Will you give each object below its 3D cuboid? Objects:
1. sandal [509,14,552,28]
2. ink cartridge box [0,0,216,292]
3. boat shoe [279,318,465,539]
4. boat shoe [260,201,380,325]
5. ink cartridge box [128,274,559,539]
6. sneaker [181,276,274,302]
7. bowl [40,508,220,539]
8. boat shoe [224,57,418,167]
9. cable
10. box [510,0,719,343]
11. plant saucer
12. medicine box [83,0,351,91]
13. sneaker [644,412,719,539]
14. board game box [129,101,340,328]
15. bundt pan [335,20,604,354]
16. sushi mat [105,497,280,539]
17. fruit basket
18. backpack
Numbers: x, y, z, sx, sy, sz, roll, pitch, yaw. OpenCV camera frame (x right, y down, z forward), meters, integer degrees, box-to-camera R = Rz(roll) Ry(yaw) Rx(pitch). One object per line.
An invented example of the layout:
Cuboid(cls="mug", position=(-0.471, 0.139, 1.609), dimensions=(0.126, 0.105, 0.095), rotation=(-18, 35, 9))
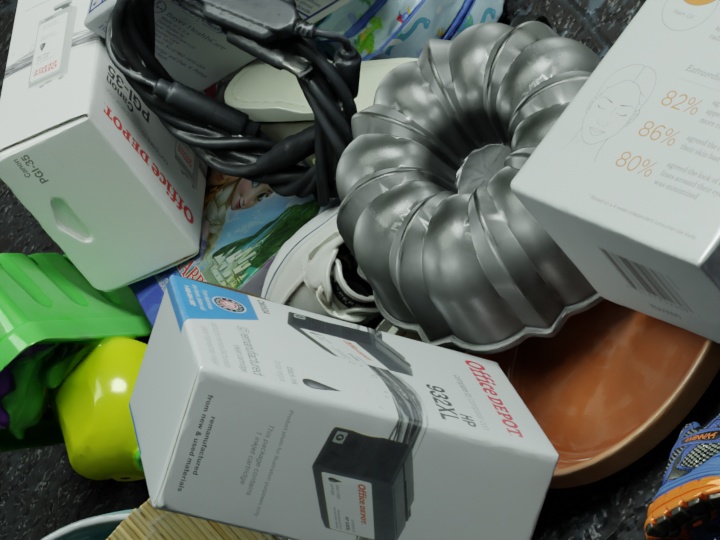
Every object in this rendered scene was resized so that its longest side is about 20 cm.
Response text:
Cuboid(cls="sandal", position=(0.098, -0.072, 1.544), dimensions=(0.048, 0.075, 0.201), rotation=(2, 59, 23))
Cuboid(cls="ink cartridge box", position=(-0.171, -0.108, 1.741), dimensions=(0.082, 0.147, 0.201), rotation=(-21, 40, 20))
Cuboid(cls="boat shoe", position=(-0.002, 0.095, 1.519), dimensions=(0.060, 0.072, 0.202), rotation=(22, 82, 53))
Cuboid(cls="boat shoe", position=(0.000, 0.000, 1.579), dimensions=(0.200, 0.072, 0.066), rotation=(-39, 21, 34))
Cuboid(cls="ink cartridge box", position=(-0.012, 0.085, 1.348), dimensions=(0.145, 0.199, 0.084), rotation=(-120, 47, -69))
Cuboid(cls="sneaker", position=(-0.073, 0.072, 1.564), dimensions=(0.200, 0.070, 0.109), rotation=(19, 95, 61))
Cuboid(cls="bowl", position=(-0.112, 0.217, 1.472), dimensions=(0.201, 0.201, 0.105), rotation=(-43, 5, 19))
Cuboid(cls="boat shoe", position=(0.004, -0.094, 1.623), dimensions=(0.201, 0.060, 0.072), rotation=(10, 50, 38))
Cuboid(cls="cable", position=(-0.077, -0.121, 1.585), dimensions=(0.199, 0.164, 0.051), rotation=(22, 53, 30))
Cuboid(cls="box", position=(0.206, -0.072, 1.324), dimensions=(0.200, 0.106, 0.152), rotation=(-52, 39, -10))
Cuboid(cls="plant saucer", position=(0.139, 0.032, 1.429), dimensions=(0.200, 0.032, 0.201), rotation=(-32, 40, 32))
Cuboid(cls="medicine box", position=(-0.072, -0.245, 1.660), dimensions=(0.200, 0.103, 0.183), rotation=(-25, 46, 44))
Cuboid(cls="sneaker", position=(0.220, 0.076, 1.248), dimensions=(0.199, 0.075, 0.079), rotation=(-28, 38, 34))
Cuboid(cls="board game box", position=(-0.076, -0.045, 1.742), dimensions=(0.199, 0.041, 0.200), rotation=(-43, 34, 4))
Cuboid(cls="bundt pan", position=(0.069, -0.058, 1.447), dimensions=(0.201, 0.076, 0.203), rotation=(-16, 56, 24))
Cuboid(cls="sushi mat", position=(-0.054, 0.202, 1.395), dimensions=(0.096, 0.200, 0.012), rotation=(-39, 6, 21))
Cuboid(cls="fruit basket", position=(-0.194, 0.086, 1.710), dimensions=(0.155, 0.215, 0.216), rotation=(-41, 35, 21))
Cuboid(cls="backpack", position=(0.016, -0.193, 1.709), dimensions=(0.163, 0.154, 0.200), rotation=(-42, 48, 10))
